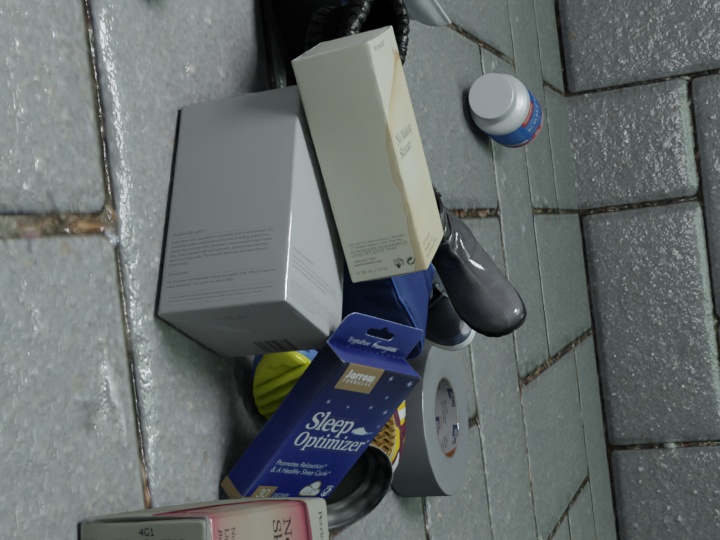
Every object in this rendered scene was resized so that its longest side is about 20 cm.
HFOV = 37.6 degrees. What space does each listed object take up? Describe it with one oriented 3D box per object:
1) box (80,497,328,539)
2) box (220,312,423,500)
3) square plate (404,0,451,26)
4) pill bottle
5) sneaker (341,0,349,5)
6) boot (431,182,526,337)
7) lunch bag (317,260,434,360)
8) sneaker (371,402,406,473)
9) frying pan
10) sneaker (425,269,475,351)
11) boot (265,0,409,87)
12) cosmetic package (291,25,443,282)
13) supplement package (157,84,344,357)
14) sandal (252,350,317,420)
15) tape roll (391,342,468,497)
[{"bbox_3d":[-0.109,0.242,0.800,0.200,0.108,0.129,19,66,-67],"label":"box"},{"bbox_3d":[-0.025,0.130,0.945,0.121,0.200,0.032,17,22,-51],"label":"box"},{"bbox_3d":[-0.009,-0.342,1.181,0.029,0.198,0.200,-59,157,3],"label":"square plate"},{"bbox_3d":[0.264,-0.297,1.945,0.200,0.112,0.113,11,74,-68],"label":"pill bottle"},{"bbox_3d":[-0.025,-0.245,1.228,0.200,0.080,0.147,33,61,-68],"label":"sneaker"},{"bbox_3d":[0.098,-0.023,1.154,0.200,0.070,0.132,52,-1,38],"label":"boot"},{"bbox_3d":[0.000,0.000,1.122,0.200,0.135,0.133,65,28,-42],"label":"lunch bag"},{"bbox_3d":[0.019,0.148,1.238,0.090,0.075,0.201,79,17,-57],"label":"sneaker"},{"bbox_3d":[-0.025,0.183,1.039,0.031,0.114,0.191,-127,-155,-51],"label":"frying pan"},{"bbox_3d":[0.048,0.004,1.243,0.202,0.077,0.146,50,4,26],"label":"sneaker"},{"bbox_3d":[-0.023,-0.254,1.049,0.079,0.158,0.212,-7,77,-27],"label":"boot"},{"bbox_3d":[0.010,-0.103,0.928,0.104,0.073,0.201,-59,137,-65],"label":"cosmetic package"},{"bbox_3d":[-0.087,-0.040,0.926,0.120,0.121,0.201,45,43,-59],"label":"supplement package"},{"bbox_3d":[-0.053,0.116,1.049,0.200,0.079,0.087,64,16,-52],"label":"sandal"},{"bbox_3d":[0.083,0.194,1.384,0.200,0.066,0.201,-7,90,-69],"label":"tape roll"}]
